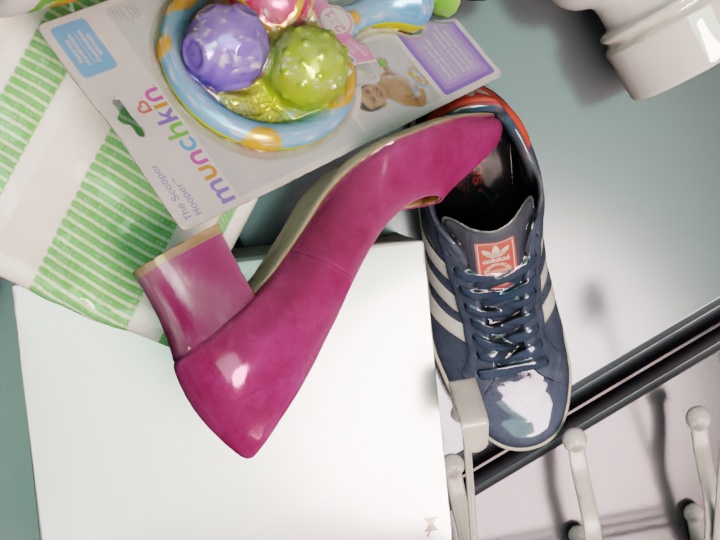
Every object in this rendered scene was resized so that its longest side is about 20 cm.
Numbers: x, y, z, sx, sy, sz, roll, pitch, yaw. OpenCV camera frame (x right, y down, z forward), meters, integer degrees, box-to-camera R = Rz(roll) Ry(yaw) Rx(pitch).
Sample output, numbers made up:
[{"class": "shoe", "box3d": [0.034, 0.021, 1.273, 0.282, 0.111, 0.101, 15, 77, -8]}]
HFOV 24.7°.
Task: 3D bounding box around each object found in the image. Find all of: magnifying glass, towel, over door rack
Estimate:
[{"class": "magnifying glass", "box3d": [-0.116, -0.046, 0.782, 0.200, 0.022, 0.080, -34, 110, -20]}, {"class": "towel", "box3d": [-0.139, -0.069, 0.749, 0.199, 0.023, 0.153, 27, 80, -12]}, {"class": "over door rack", "box3d": [0.116, 0.094, 0.829, 0.147, 0.201, 0.067, -11, 53, -4]}]

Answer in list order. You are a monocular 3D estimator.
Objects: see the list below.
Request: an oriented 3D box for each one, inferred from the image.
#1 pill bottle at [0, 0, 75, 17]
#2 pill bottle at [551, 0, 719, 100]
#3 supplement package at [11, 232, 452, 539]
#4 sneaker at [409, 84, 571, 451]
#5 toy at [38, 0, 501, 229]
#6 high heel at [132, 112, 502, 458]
[{"class": "pill bottle", "box3d": [-0.087, -0.186, 0.715, 0.199, 0.111, 0.112, -23, 97, -34]}, {"class": "pill bottle", "box3d": [0.128, -0.194, 0.831, 0.114, 0.114, 0.201, -31, 96, -3]}, {"class": "supplement package", "box3d": [-0.064, 0.068, 0.832, 0.199, 0.111, 0.157, -6, 95, -6]}, {"class": "sneaker", "box3d": [0.068, 0.001, 0.852, 0.074, 0.085, 0.201, -16, 95, -4]}, {"class": "toy", "box3d": [-0.030, -0.109, 0.748, 0.199, 0.047, 0.115, -27, 73, -37]}, {"class": "high heel", "box3d": [0.000, 0.000, 0.748, 0.199, 0.067, 0.096, -29, 91, -30]}]
